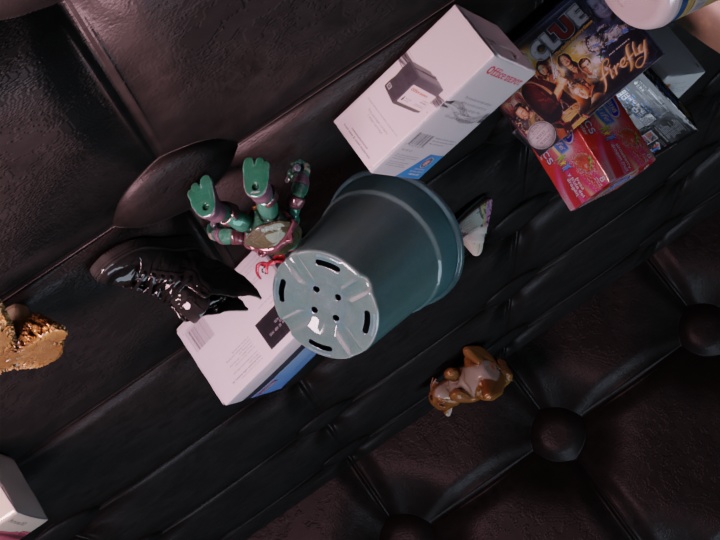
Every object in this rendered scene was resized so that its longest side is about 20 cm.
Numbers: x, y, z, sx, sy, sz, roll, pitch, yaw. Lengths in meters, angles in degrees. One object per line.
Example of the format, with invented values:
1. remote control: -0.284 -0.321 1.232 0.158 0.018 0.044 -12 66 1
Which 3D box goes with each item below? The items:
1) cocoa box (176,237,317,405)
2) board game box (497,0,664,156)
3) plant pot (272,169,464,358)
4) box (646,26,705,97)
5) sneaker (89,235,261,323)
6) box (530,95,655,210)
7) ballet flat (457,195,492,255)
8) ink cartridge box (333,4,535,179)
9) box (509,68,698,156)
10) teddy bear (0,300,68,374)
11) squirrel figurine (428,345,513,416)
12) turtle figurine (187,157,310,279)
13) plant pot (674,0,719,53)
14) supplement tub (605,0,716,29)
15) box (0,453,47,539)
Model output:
1. cocoa box: -0.123 0.067 1.796 0.200 0.133 0.131 -45 162 29
2. board game box: 0.259 -0.259 1.655 0.200 0.136 0.035 -40 -169 14
3. plant pot: 0.000 0.000 1.653 0.200 0.200 0.196 -49 176 39
4. box: 0.398 -0.265 1.992 0.124 0.098 0.200 -16 155 -49
5. sneaker: -0.211 0.015 1.520 0.060 0.104 0.200 -45 162 31
6. box: 0.286 -0.196 1.758 0.100 0.200 0.095 -24 170 -34
7. ballet flat: 0.155 -0.037 2.189 0.200 0.071 0.069 -39 163 12
8. ink cartridge box: 0.089 -0.205 1.547 0.200 0.084 0.145 -42 163 20
9. box: 0.349 -0.214 1.898 0.198 0.050 0.200 -33 132 27
10. teddy bear: -0.413 0.078 1.384 0.200 0.067 0.145 -23 151 -20
11. squirrel figurine: 0.264 0.280 3.220 0.187 0.142 0.200 -38 163 32
12. turtle figurine: -0.111 -0.066 1.522 0.150 0.101 0.200 -37 158 6
13. plant pot: 0.469 -0.369 1.704 0.200 0.175 0.200 -32 165 -10
14. supplement tub: 0.386 -0.379 1.533 0.200 0.145 0.145 -26 162 -19
15. box: -0.543 0.341 1.759 0.200 0.109 0.128 -35 164 -3
